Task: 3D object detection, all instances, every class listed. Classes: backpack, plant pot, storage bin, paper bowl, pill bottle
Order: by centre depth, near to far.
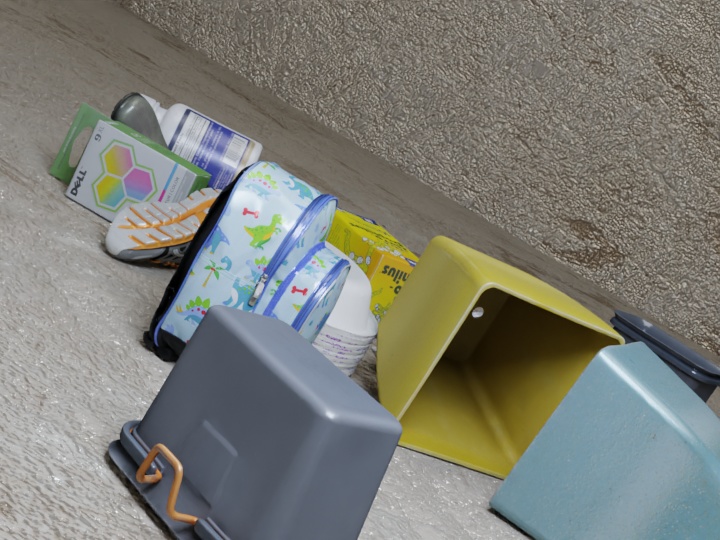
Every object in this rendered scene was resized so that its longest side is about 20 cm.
[{"bbox_3d":[-0.075,0.121,0.896,0.145,0.136,0.199,17,14,-46],"label":"storage bin"},{"bbox_3d":[-0.092,0.006,1.232,0.145,0.202,0.183,28,10,4],"label":"backpack"},{"bbox_3d":[0.283,0.213,1.270,0.199,0.197,0.196,40,14,20],"label":"plant pot"},{"bbox_3d":[0.127,0.077,1.372,0.198,0.201,0.177,21,22,-29],"label":"plant pot"},{"bbox_3d":[-0.067,0.024,1.435,0.199,0.105,0.201,32,13,-8],"label":"paper bowl"},{"bbox_3d":[-0.257,-0.178,1.890,0.198,0.121,0.120,26,11,-7],"label":"pill bottle"},{"bbox_3d":[0.473,0.174,2.037,0.199,0.136,0.145,37,14,37],"label":"storage bin"}]

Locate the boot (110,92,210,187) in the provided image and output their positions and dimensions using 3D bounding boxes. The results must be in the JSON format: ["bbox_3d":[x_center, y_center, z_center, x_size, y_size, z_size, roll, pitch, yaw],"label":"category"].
[{"bbox_3d":[-0.244,-0.135,1.645,0.130,0.068,0.201,30,-27,28],"label":"boot"}]

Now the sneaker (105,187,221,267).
[{"bbox_3d":[-0.215,-0.037,1.479,0.078,0.078,0.199,38,33,27],"label":"sneaker"}]

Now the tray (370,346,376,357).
[{"bbox_3d":[0.101,0.141,1.568,0.107,0.022,0.199,36,13,39],"label":"tray"}]

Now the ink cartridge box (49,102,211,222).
[{"bbox_3d":[-0.295,-0.118,1.561,0.198,0.105,0.059,30,10,9],"label":"ink cartridge box"}]

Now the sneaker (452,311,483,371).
[{"bbox_3d":[0.142,0.107,1.582,0.198,0.076,0.115,10,20,-43],"label":"sneaker"}]

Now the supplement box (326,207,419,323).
[{"bbox_3d":[0.000,0.000,1.732,0.108,0.111,0.200,19,14,-36],"label":"supplement box"}]
